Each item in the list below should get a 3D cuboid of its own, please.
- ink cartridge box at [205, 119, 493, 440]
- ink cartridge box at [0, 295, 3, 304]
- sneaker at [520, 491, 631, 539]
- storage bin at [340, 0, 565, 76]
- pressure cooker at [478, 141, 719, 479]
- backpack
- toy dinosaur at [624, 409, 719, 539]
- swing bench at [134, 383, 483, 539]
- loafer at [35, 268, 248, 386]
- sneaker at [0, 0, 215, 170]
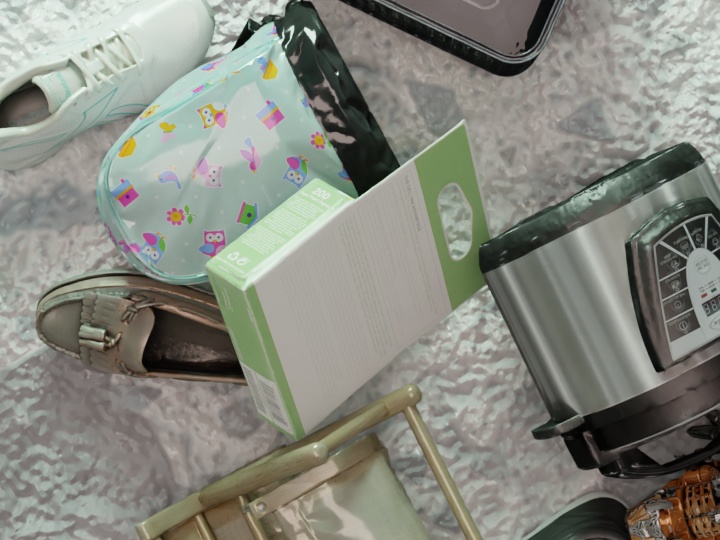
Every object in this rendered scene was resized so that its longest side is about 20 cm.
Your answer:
[{"bbox_3d":[0.000,0.000,1.172,0.200,0.147,0.048,-39,45,-24],"label":"ink cartridge box"},{"bbox_3d":[-0.345,-0.044,1.221,0.116,0.067,0.202,-24,90,-18],"label":"ink cartridge box"},{"bbox_3d":[0.115,0.234,1.214,0.200,0.099,0.071,-41,92,3],"label":"sneaker"},{"bbox_3d":[0.056,-0.236,1.211,0.198,0.094,0.136,25,91,0],"label":"storage bin"},{"bbox_3d":[0.193,0.034,1.174,0.175,0.178,0.202,-25,90,24],"label":"pressure cooker"},{"bbox_3d":[-0.087,-0.077,1.200,0.199,0.127,0.168,-28,92,3],"label":"backpack"},{"bbox_3d":[0.279,0.154,1.191,0.197,0.136,0.104,6,90,1],"label":"toy dinosaur"},{"bbox_3d":[-0.018,0.216,1.187,0.199,0.129,0.201,-28,88,40],"label":"swing bench"},{"bbox_3d":[-0.135,0.045,1.226,0.197,0.063,0.073,5,116,0],"label":"loafer"},{"bbox_3d":[-0.190,-0.133,1.226,0.199,0.080,0.071,-32,88,0],"label":"sneaker"}]
